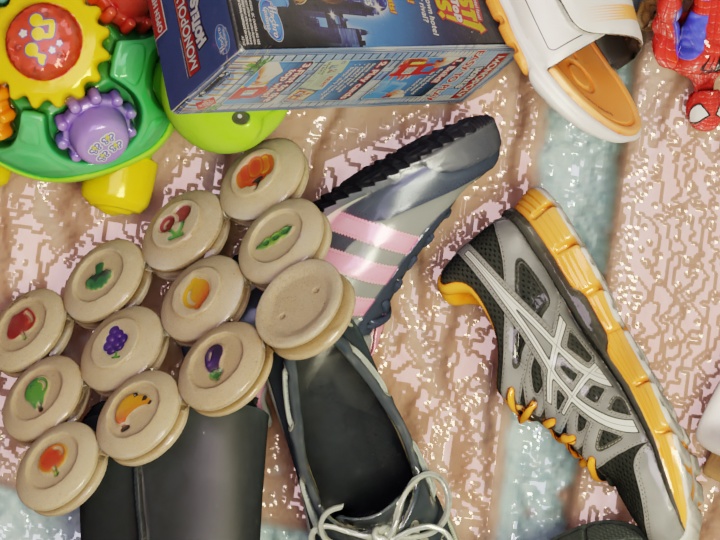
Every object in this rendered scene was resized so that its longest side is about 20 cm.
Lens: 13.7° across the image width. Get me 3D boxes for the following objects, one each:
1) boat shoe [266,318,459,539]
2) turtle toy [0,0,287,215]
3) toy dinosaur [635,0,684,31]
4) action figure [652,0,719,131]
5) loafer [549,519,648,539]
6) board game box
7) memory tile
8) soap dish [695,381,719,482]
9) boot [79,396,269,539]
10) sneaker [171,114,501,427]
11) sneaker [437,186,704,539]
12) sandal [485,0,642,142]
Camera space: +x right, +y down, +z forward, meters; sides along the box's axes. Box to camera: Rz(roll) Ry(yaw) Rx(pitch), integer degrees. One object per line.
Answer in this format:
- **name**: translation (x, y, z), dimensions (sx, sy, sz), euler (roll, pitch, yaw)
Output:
- **boat shoe**: translation (0.006, 0.111, 1.485), dimensions (0.074, 0.062, 0.201), euler (-17, 104, -2)
- **turtle toy**: translation (-0.131, -0.105, 1.519), dimensions (0.199, 0.101, 0.147), euler (11, 86, 6)
- **toy dinosaur**: translation (0.148, -0.218, 1.496), dimensions (0.060, 0.106, 0.201), euler (-15, 124, -1)
- **action figure**: translation (0.179, -0.153, 1.477), dimensions (0.065, 0.201, 0.052), euler (-10, 42, -15)
- **loafer**: translation (0.066, 0.190, 1.461), dimensions (0.199, 0.072, 0.063), euler (-23, 123, -24)
- **board game box**: translation (-0.017, -0.160, 1.498), dimensions (0.062, 0.199, 0.201), euler (-37, 54, 39)
- **memory tile**: translation (-0.098, 0.026, 1.485), dimensions (0.199, 0.017, 0.154), euler (-32, 43, 13)
- **soap dish**: translation (0.259, 0.057, 1.434), dimensions (0.081, 0.200, 0.158), euler (32, 87, -22)
- **boot**: translation (-0.127, 0.156, 1.506), dimensions (0.199, 0.076, 0.169), euler (-17, 66, 27)
- **sneaker**: translation (0.000, 0.000, 1.524), dimensions (0.200, 0.070, 0.082), euler (-34, 99, 5)
- **sneaker**: translation (0.109, 0.059, 1.499), dimensions (0.077, 0.078, 0.201), euler (-29, 70, 4)
- **sandal**: translation (0.093, -0.161, 1.511), dimensions (0.059, 0.079, 0.207), euler (-34, 81, 28)
